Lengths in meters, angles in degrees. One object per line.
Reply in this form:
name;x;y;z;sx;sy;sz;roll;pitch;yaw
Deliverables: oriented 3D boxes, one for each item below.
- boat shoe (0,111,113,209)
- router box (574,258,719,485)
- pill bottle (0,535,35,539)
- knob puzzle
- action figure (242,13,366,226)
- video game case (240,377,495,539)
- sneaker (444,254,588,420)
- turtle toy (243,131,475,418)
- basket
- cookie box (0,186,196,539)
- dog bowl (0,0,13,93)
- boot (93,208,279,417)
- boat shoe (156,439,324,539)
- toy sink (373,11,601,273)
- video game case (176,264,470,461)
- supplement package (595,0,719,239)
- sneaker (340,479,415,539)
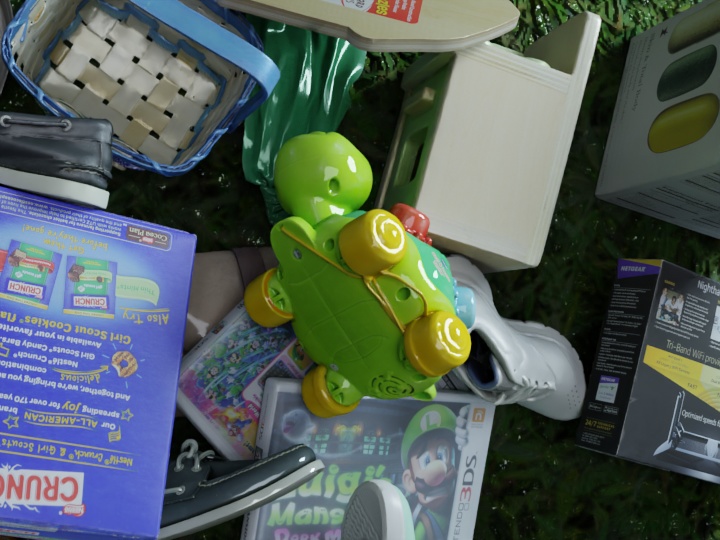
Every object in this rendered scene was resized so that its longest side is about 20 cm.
boat shoe;-0.251;-0.095;0.680;0.199;0.075;0.066;16;88;9
router box;0.282;0.092;0.876;0.200;0.052;0.158;19;82;-29
pill bottle;-0.252;0.218;0.675;0.116;0.200;0.117;1;87;-16
knob puzzle;0.014;-0.195;0.757;0.219;0.220;0.031;4;128;-15
action figure;-0.051;-0.132;0.821;0.118;0.055;0.201;10;81;-16
video game case;0.006;0.177;0.798;0.199;0.023;0.183;8;93;-31
sneaker;0.107;0.073;0.814;0.200;0.087;0.074;34;120;-31
turtle toy;0.000;0.000;0.715;0.101;0.146;0.200;-36;96;-46
basket;-0.147;-0.147;0.718;0.176;0.200;0.139;32;72;-8
cookie box;-0.203;0.060;0.657;0.171;0.075;0.201;14;65;-22
dog bowl;-0.344;-0.160;0.742;0.199;0.059;0.201;1;87;-14
boot;-0.128;0.013;0.790;0.146;0.070;0.201;-22;97;-18
boat shoe;-0.123;0.148;0.716;0.199;0.073;0.062;-22;77;11
toy sink;0.088;-0.109;0.819;0.112;0.130;0.201;17;84;-13
video game case;-0.024;0.091;0.796;0.182;0.024;0.200;-45;117;-18
supplement package;0.312;-0.120;0.841;0.150;0.200;0.152;16;83;-14
sneaker;0.055;0.226;0.777;0.118;0.074;0.201;-16;115;-22
